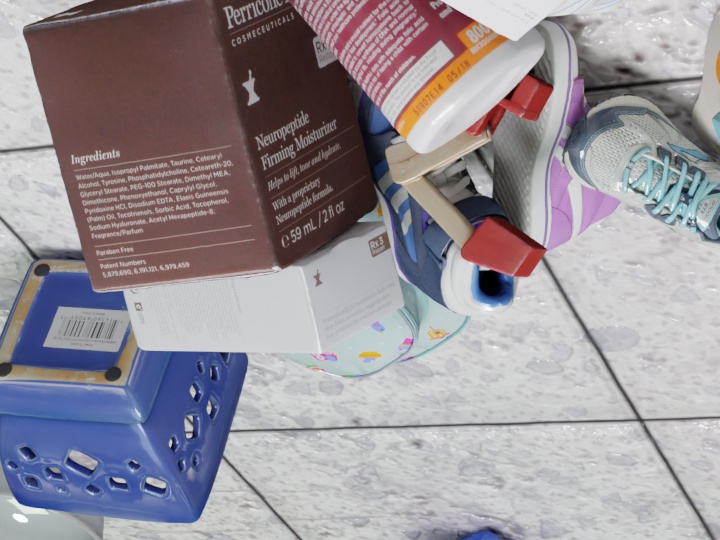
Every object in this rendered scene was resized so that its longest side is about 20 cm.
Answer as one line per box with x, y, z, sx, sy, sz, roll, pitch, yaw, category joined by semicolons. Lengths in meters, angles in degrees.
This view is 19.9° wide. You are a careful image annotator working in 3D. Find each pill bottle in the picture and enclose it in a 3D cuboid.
0.019;-0.187;1.355;0.200;0.114;0.114;50;147;6;pill bottle

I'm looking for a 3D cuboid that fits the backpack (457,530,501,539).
0.111;0.382;2.239;0.168;0.201;0.162;40;144;-22;backpack

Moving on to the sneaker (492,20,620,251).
0.161;-0.110;1.558;0.114;0.073;0.201;-19;134;-25;sneaker

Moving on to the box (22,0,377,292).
-0.112;-0.107;1.480;0.163;0.166;0.201;-6;106;30;box

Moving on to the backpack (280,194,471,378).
0.000;0.000;1.711;0.199;0.154;0.176;22;144;-26;backpack

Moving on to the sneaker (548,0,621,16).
0.134;-0.199;1.411;0.199;0.075;0.086;-4;162;37;sneaker

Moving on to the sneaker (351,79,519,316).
0.069;-0.061;1.546;0.146;0.080;0.201;25;133;54;sneaker

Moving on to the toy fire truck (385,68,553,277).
0.065;-0.099;1.476;0.199;0.142;0.049;32;-170;16;toy fire truck

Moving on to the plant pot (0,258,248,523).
-0.237;0.102;1.929;0.199;0.201;0.180;3;142;18;plant pot

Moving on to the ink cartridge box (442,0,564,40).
0.128;-0.255;1.242;0.086;0.147;0.200;25;147;-21;ink cartridge box

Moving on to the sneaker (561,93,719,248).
0.237;-0.068;1.531;0.199;0.078;0.086;20;-163;-38;sneaker

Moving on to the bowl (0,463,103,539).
-0.374;0.262;2.339;0.200;0.091;0.201;11;149;6;bowl

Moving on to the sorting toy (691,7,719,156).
0.323;-0.103;1.489;0.199;0.107;0.180;18;168;-7;sorting toy

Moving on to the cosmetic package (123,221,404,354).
-0.076;0.013;1.538;0.199;0.101;0.074;1;111;44;cosmetic package
